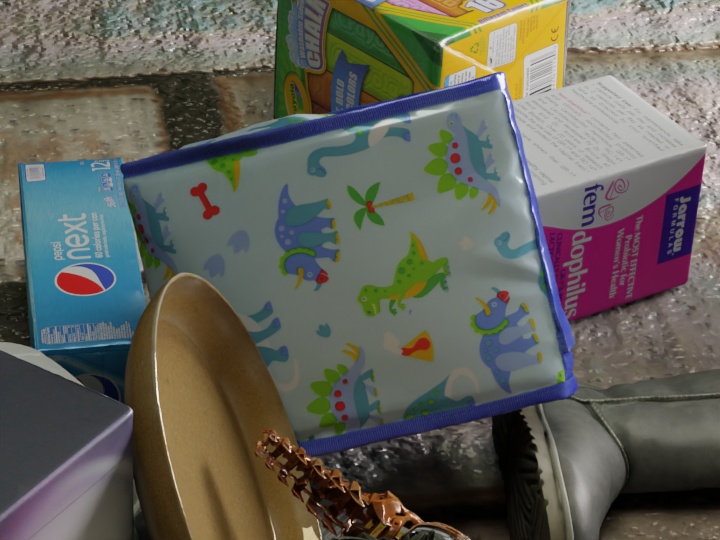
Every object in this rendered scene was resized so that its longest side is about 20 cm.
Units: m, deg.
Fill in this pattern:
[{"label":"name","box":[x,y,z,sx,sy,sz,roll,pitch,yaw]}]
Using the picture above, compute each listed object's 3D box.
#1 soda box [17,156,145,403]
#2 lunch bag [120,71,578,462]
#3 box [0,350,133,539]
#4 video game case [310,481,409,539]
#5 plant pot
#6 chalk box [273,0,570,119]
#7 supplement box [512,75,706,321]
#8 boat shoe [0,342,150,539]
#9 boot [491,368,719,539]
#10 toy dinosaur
[{"label":"soda box","box":[-0.156,0.014,1.323,0.064,0.068,0.200,-4,33,-8]},{"label":"lunch bag","box":[0.000,0.000,1.196,0.200,0.170,0.127,-12,5,21]},{"label":"box","box":[-0.195,0.162,0.970,0.123,0.199,0.200,20,37,25]},{"label":"video game case","box":[-0.019,0.166,1.143,0.200,0.017,0.143,24,38,30]},{"label":"plant pot","box":[-0.062,0.100,1.064,0.027,0.200,0.200,-18,31,12]},{"label":"chalk box","box":[0.023,-0.147,1.537,0.124,0.125,0.200,-24,40,-36]},{"label":"supplement box","box":[0.092,-0.032,1.381,0.200,0.101,0.103,-18,38,-28]},{"label":"boat shoe","box":[-0.168,0.092,1.185,0.200,0.072,0.071,21,33,40]},{"label":"boot","box":[0.176,0.102,1.223,0.200,0.073,0.182,6,34,-6]},{"label":"toy dinosaur","box":[0.023,0.156,1.059,0.200,0.102,0.136,25,14,19]}]
